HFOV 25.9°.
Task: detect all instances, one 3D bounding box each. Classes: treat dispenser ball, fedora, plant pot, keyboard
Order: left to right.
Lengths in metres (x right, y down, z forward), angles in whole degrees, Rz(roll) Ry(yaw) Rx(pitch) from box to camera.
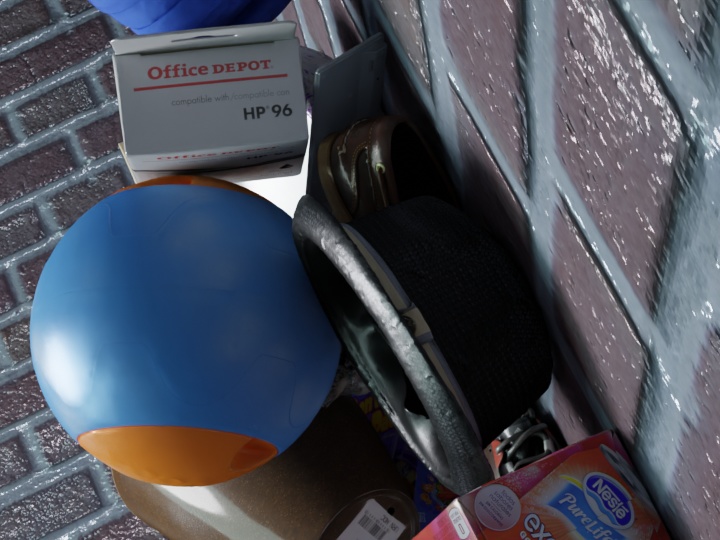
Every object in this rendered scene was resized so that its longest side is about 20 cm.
[{"bbox_3d":[-0.112,0.039,1.016,0.201,0.201,0.201,155,90,-87],"label":"treat dispenser ball"},{"bbox_3d":[-0.053,0.153,1.137,0.200,0.187,0.187,31,152,48],"label":"plant pot"},{"bbox_3d":[-0.014,-0.070,1.032,0.011,0.056,0.200,47,151,28],"label":"keyboard"},{"bbox_3d":[0.045,0.028,0.898,0.201,0.091,0.201,57,169,18],"label":"fedora"}]

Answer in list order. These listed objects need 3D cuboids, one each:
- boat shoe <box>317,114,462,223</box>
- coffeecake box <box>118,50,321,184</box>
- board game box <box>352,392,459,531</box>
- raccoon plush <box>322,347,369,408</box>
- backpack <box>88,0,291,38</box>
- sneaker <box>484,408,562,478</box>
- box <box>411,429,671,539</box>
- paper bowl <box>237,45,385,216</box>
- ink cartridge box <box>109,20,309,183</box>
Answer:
[{"bbox_3d":[0.044,-0.005,0.984,0.070,0.070,0.200,-13,113,46],"label":"boat shoe"},{"bbox_3d":[-0.091,-0.080,1.390,0.073,0.200,0.154,72,172,-66],"label":"coffeecake box"},{"bbox_3d":[0.013,0.153,1.234,0.200,0.045,0.135,-28,49,55],"label":"board game box"},{"bbox_3d":[0.000,0.000,1.085,0.097,0.134,0.200,-113,2,-65],"label":"raccoon plush"},{"bbox_3d":[-0.109,-0.228,1.020,0.168,0.163,0.200,36,-173,-22],"label":"backpack"},{"bbox_3d":[0.108,0.142,1.033,0.200,0.077,0.082,-124,17,-60],"label":"sneaker"},{"bbox_3d":[0.087,0.173,0.869,0.096,0.100,0.200,63,158,15],"label":"box"},{"bbox_3d":[-0.055,-0.074,1.199,0.104,0.200,0.201,-33,-80,-52],"label":"paper bowl"},{"bbox_3d":[-0.094,-0.101,1.002,0.200,0.116,0.068,125,138,-84],"label":"ink cartridge box"}]
